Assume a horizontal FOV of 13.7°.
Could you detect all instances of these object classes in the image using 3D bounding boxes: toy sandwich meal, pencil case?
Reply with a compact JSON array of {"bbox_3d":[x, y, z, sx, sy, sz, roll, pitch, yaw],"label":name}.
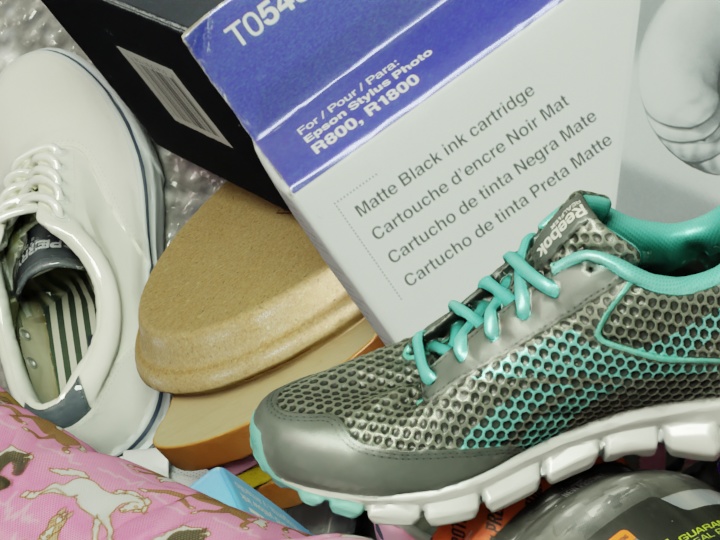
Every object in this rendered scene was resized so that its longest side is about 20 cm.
[{"bbox_3d":[0.000,0.000,1.122,0.205,0.070,0.205,-33,20,14],"label":"toy sandwich meal"},{"bbox_3d":[-0.079,0.097,0.983,0.200,0.083,0.087,19,52,40],"label":"pencil case"}]

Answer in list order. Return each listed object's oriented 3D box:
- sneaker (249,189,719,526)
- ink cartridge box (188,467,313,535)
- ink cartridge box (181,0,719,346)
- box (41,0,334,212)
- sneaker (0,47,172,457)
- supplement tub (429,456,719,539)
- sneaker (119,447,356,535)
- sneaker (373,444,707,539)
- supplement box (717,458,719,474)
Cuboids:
[{"bbox_3d":[0.060,0.018,0.941,0.199,0.091,0.078,-13,29,-5],"label":"sneaker"},{"bbox_3d":[-0.030,0.197,1.030,0.128,0.125,0.200,-38,48,8],"label":"ink cartridge box"},{"bbox_3d":[0.075,-0.053,0.995,0.199,0.200,0.041,-37,20,-2],"label":"ink cartridge box"},{"bbox_3d":[-0.002,-0.122,1.105,0.182,0.104,0.200,-44,28,-10],"label":"box"},{"bbox_3d":[-0.118,-0.016,1.206,0.073,0.071,0.200,-28,57,14],"label":"sneaker"},{"bbox_3d":[0.112,0.147,0.946,0.200,0.122,0.123,40,91,32],"label":"supplement tub"},{"bbox_3d":[-0.107,0.102,1.130,0.199,0.115,0.075,-15,65,21],"label":"sneaker"},{"bbox_3d":[0.087,0.044,1.075,0.200,0.082,0.070,-46,57,4],"label":"sneaker"},{"bbox_3d":[0.232,0.091,0.974,0.200,0.103,0.101,35,87,31],"label":"supplement box"}]
